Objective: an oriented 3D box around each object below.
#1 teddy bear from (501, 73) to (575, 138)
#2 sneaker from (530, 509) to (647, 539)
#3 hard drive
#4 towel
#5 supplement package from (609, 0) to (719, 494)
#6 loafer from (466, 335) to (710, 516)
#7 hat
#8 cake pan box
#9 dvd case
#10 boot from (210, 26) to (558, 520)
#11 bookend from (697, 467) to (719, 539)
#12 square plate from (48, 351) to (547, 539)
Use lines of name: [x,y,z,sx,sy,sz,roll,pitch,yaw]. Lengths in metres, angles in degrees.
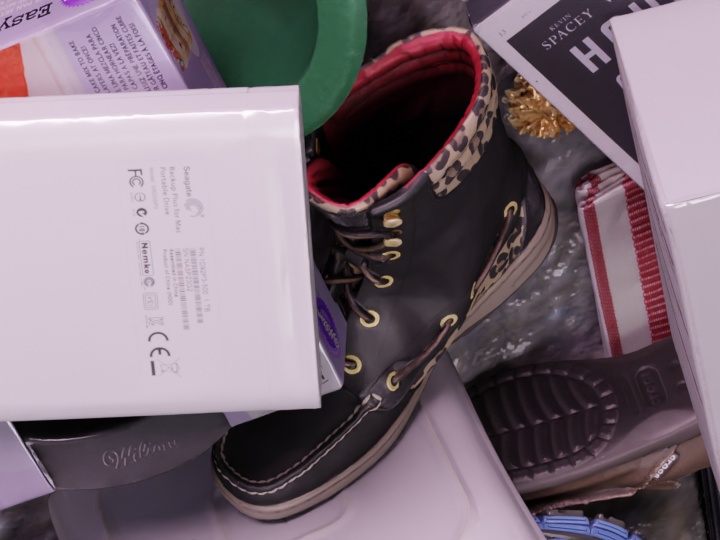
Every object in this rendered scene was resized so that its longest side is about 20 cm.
teddy bear: [0.155,-0.102,1.229,0.199,0.067,0.146,6,121,-25]
sneaker: [0.116,0.168,1.346,0.199,0.079,0.075,24,151,-27]
hard drive: [-0.117,-0.003,1.068,0.198,0.026,0.133,-2,122,2]
towel: [0.201,-0.024,1.350,0.199,0.023,0.145,-20,135,-4]
supplement package: [0.181,-0.009,1.172,0.116,0.118,0.201,-14,134,3]
loafer: [0.123,0.083,1.351,0.199,0.073,0.071,-15,135,9]
hat: [-0.038,-0.162,1.135,0.199,0.176,0.166,10,133,19]
cake pan box: [-0.123,-0.006,1.111,0.183,0.052,0.201,-18,121,14]
dvd case: [0.161,-0.093,1.188,0.150,0.025,0.200,-36,130,20]
boot: [0.000,0.000,1.196,0.200,0.073,0.151,-43,152,-13]
bookend: [0.248,0.167,1.405,0.092,0.200,0.200,-20,133,-7]
square plate: [-0.031,0.111,1.240,0.197,0.200,0.029,-23,127,-3]
